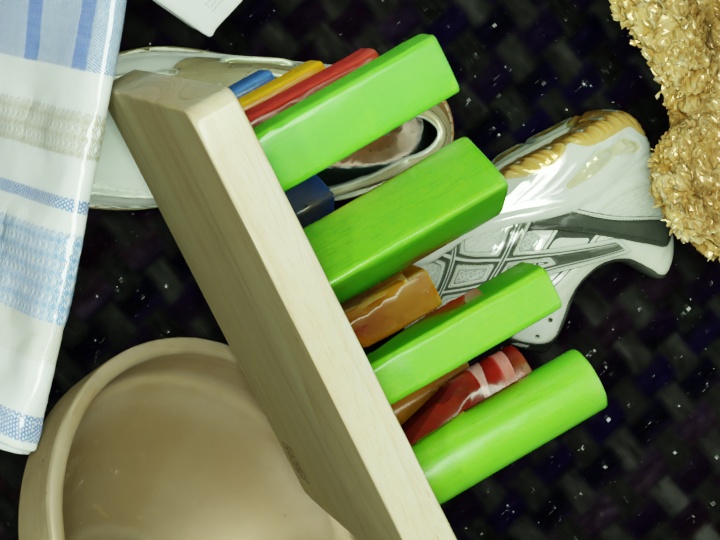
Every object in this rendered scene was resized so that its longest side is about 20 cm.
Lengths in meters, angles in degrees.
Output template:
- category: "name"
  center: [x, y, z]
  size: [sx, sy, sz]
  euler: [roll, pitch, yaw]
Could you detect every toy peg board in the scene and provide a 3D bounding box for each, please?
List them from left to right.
- category: "toy peg board"
  center: [0.000, 0.000, 0.872]
  size: [0.097, 0.199, 0.201]
  euler: [-28, 103, -10]

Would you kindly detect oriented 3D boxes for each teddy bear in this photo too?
- category: "teddy bear"
  center: [0.163, -0.099, 0.990]
  size: [0.066, 0.145, 0.201]
  euler: [-6, 94, 39]

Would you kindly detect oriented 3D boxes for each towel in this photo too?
- category: "towel"
  center: [-0.158, -0.032, 0.942]
  size: [0.024, 0.147, 0.201]
  euler: [10, 94, -40]

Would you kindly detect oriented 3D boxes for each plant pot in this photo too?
- category: "plant pot"
  center: [-0.078, 0.138, 0.966]
  size: [0.092, 0.201, 0.201]
  euler: [-29, 101, 39]

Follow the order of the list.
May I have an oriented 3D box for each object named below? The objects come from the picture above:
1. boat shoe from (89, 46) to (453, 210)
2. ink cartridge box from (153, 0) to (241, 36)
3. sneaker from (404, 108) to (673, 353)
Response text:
- category: "boat shoe"
  center: [-0.058, -0.063, 0.981]
  size: [0.199, 0.068, 0.075]
  euler: [-5, 96, -6]
- category: "ink cartridge box"
  center: [-0.061, -0.218, 0.842]
  size: [0.200, 0.084, 0.175]
  euler: [-44, 135, 14]
- category: "sneaker"
  center: [0.049, 0.006, 0.998]
  size: [0.199, 0.076, 0.088]
  euler: [-25, 100, -2]
